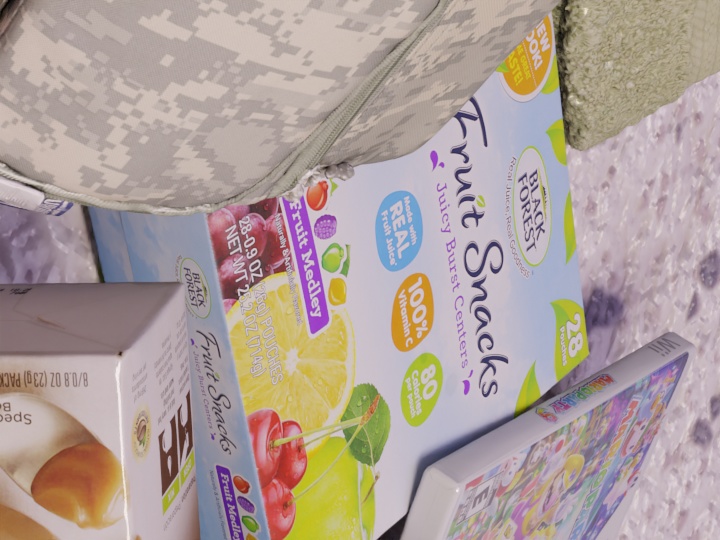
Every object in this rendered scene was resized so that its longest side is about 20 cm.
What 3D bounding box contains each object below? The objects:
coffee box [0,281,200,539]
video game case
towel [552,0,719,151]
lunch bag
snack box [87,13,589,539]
[{"bbox_3d":[-0.108,0.110,0.685,0.080,0.113,0.202,-63,150,-73],"label":"coffee box"},{"bbox_3d":[0.065,0.112,0.942,0.199,0.018,0.144,-23,138,-53],"label":"video game case"},{"bbox_3d":[0.135,-0.134,0.916,0.148,0.037,0.201,-30,151,-12],"label":"towel"},{"bbox_3d":[-0.036,-0.108,0.657,0.167,0.200,0.140,-14,70,-40],"label":"lunch bag"},{"bbox_3d":[0.000,0.000,0.845,0.200,0.067,0.170,-38,129,-41],"label":"snack box"}]
